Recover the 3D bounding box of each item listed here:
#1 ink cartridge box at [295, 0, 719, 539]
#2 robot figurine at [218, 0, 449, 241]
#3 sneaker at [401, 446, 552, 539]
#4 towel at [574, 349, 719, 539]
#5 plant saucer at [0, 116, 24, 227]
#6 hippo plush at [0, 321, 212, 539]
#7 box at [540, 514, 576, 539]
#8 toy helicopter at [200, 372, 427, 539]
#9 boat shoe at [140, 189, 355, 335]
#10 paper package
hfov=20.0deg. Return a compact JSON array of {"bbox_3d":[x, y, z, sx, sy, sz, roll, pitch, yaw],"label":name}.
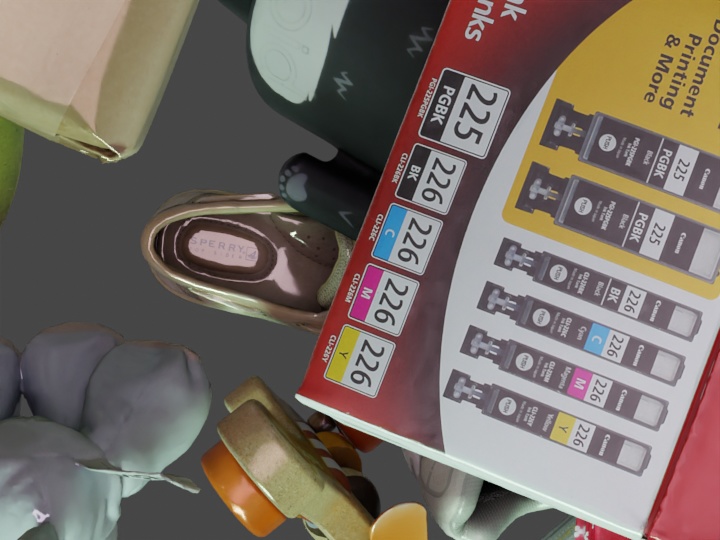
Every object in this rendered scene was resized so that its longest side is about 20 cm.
[{"bbox_3d":[0.097,-0.013,0.730,0.174,0.084,0.202,20,85,11],"label":"ink cartridge box"},{"bbox_3d":[0.033,-0.097,0.869,0.199,0.125,0.151,31,129,24],"label":"robot figurine"},{"bbox_3d":[0.113,0.058,0.890,0.199,0.081,0.075,-29,116,9],"label":"sneaker"},{"bbox_3d":[0.148,0.118,0.752,0.143,0.022,0.202,3,81,11],"label":"towel"},{"bbox_3d":[-0.246,-0.069,0.896,0.198,0.031,0.202,4,108,12],"label":"plant saucer"},{"bbox_3d":[-0.128,0.126,0.884,0.159,0.199,0.162,-23,120,-37],"label":"hippo plush"},{"bbox_3d":[0.117,0.198,0.924,0.200,0.048,0.159,-40,91,1],"label":"box"},{"bbox_3d":[-0.016,0.097,0.847,0.079,0.200,0.133,-37,74,0],"label":"toy helicopter"},{"bbox_3d":[0.000,0.000,0.912,0.198,0.065,0.073,9,91,0],"label":"boat shoe"},{"bbox_3d":[-0.096,-0.149,0.773,0.103,0.191,0.202,23,90,-8],"label":"paper package"}]
